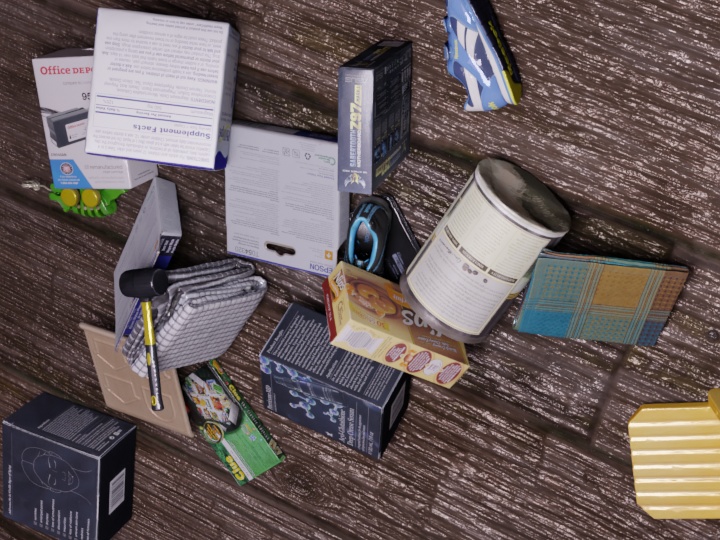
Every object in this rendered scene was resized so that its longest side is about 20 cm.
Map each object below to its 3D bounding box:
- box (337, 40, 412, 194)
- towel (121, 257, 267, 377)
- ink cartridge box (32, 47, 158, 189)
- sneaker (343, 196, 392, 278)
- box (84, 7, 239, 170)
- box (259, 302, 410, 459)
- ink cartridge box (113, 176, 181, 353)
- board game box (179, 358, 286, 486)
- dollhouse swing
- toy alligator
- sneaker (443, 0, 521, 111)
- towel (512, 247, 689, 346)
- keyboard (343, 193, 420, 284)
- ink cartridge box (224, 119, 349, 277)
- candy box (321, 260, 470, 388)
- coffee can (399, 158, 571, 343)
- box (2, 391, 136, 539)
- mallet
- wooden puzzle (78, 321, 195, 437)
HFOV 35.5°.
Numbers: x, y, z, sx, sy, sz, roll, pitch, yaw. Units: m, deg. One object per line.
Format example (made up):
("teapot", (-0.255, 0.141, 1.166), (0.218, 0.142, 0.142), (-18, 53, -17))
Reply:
("box", (0.020, -0.202, 1.452), (0.051, 0.200, 0.159), (6, 113, 16))
("towel", (-0.251, 0.068, 1.674), (0.086, 0.199, 0.166), (49, 122, 18))
("ink cartridge box", (-0.398, -0.229, 1.691), (0.143, 0.084, 0.202), (2, 109, 22))
("sneaker", (0.000, 0.000, 1.584), (0.073, 0.082, 0.202), (6, 111, 13))
("box", (-0.272, -0.249, 1.561), (0.182, 0.105, 0.202), (7, 95, 1))
("box", (-0.036, 0.161, 1.640), (0.199, 0.107, 0.149), (22, 145, 16))
("ink cartridge box", (-0.322, -0.007, 1.689), (0.040, 0.201, 0.200), (16, 122, -23))
("board game box", (-0.217, 0.248, 1.831), (0.104, 0.023, 0.201), (-33, 94, 29))
("dollhouse swing", (0.458, 0.277, 1.472), (0.174, 0.182, 0.202), (-8, 108, 5))
("toy alligator", (-0.448, -0.112, 1.772), (0.198, 0.059, 0.055), (3, 111, 23))
("sneaker", (0.136, -0.295, 1.441), (0.082, 0.074, 0.201), (-18, 101, 30))
("towel", (0.308, 0.037, 1.457), (0.198, 0.022, 0.147), (6, 134, -7))
("keyboard", (0.038, -0.001, 1.627), (0.126, 0.021, 0.201), (-24, 98, 24))
("ink cartridge box", (-0.107, -0.106, 1.628), (0.195, 0.043, 0.202), (14, 116, 26))
("candy box", (0.048, 0.074, 1.528), (0.199, 0.116, 0.055), (23, 126, -27))
("coffee can", (0.163, -0.025, 1.488), (0.146, 0.146, 0.201), (37, 120, 6))
("box", (-0.502, 0.346, 1.935), (0.195, 0.124, 0.202), (16, 116, 16))
("mallet", (-0.302, 0.095, 1.570), (0.065, 0.041, 0.202), (6, 100, 29))
("wooden puzzle", (-0.354, 0.170, 1.822), (0.184, 0.046, 0.201), (14, 134, 29))
